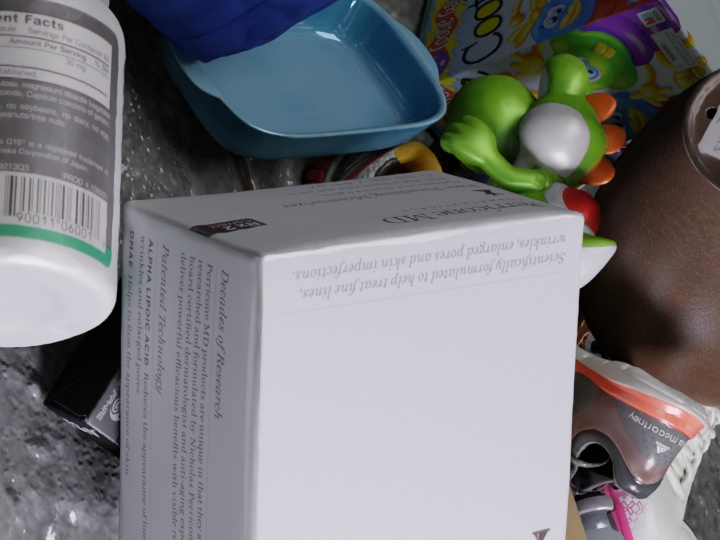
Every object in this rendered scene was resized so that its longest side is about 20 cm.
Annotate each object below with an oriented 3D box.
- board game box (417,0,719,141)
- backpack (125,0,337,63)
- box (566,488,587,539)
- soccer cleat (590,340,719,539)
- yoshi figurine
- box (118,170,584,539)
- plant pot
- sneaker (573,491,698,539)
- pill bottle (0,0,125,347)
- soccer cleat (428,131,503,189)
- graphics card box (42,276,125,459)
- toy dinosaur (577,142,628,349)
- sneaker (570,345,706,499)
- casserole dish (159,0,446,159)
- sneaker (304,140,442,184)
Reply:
[{"bbox_3d":[0.143,-0.147,1.482,0.105,0.199,0.103,46,42,-32],"label":"board game box"},{"bbox_3d":[-0.057,-0.214,1.242,0.168,0.162,0.201,40,32,-33],"label":"backpack"},{"bbox_3d":[0.070,0.194,1.293,0.200,0.021,0.164,-35,114,-44],"label":"box"},{"bbox_3d":[0.196,0.101,1.440,0.201,0.086,0.070,-89,155,-46],"label":"soccer cleat"},{"bbox_3d":[0.086,-0.041,1.356,0.112,0.112,0.201,23,61,-15],"label":"yoshi figurine"},{"bbox_3d":[-0.006,0.063,1.116,0.198,0.131,0.201,-8,107,-35],"label":"box"},{"bbox_3d":[0.228,-0.039,1.356,0.200,0.186,0.188,87,2,-67],"label":"plant pot"},{"bbox_3d":[0.196,0.240,1.485,0.200,0.083,0.121,44,33,-35],"label":"sneaker"},{"bbox_3d":[-0.172,-0.074,1.097,0.113,0.113,0.201,26,54,-45],"label":"pill bottle"},{"bbox_3d":[0.084,0.003,1.446,0.083,0.065,0.201,13,62,-38],"label":"soccer cleat"},{"bbox_3d":[-0.059,0.072,1.195,0.200,0.051,0.126,40,76,-37],"label":"graphics card box"},{"bbox_3d":[0.167,-0.028,1.603,0.181,0.105,0.201,-33,141,-68],"label":"toy dinosaur"},{"bbox_3d":[0.134,0.092,1.377,0.077,0.200,0.082,28,87,-18],"label":"sneaker"},{"bbox_3d":[-0.037,-0.114,1.319,0.199,0.039,0.121,-8,55,-45],"label":"casserole dish"},{"bbox_3d":[0.000,0.000,1.324,0.078,0.082,0.201,40,46,-37],"label":"sneaker"}]
